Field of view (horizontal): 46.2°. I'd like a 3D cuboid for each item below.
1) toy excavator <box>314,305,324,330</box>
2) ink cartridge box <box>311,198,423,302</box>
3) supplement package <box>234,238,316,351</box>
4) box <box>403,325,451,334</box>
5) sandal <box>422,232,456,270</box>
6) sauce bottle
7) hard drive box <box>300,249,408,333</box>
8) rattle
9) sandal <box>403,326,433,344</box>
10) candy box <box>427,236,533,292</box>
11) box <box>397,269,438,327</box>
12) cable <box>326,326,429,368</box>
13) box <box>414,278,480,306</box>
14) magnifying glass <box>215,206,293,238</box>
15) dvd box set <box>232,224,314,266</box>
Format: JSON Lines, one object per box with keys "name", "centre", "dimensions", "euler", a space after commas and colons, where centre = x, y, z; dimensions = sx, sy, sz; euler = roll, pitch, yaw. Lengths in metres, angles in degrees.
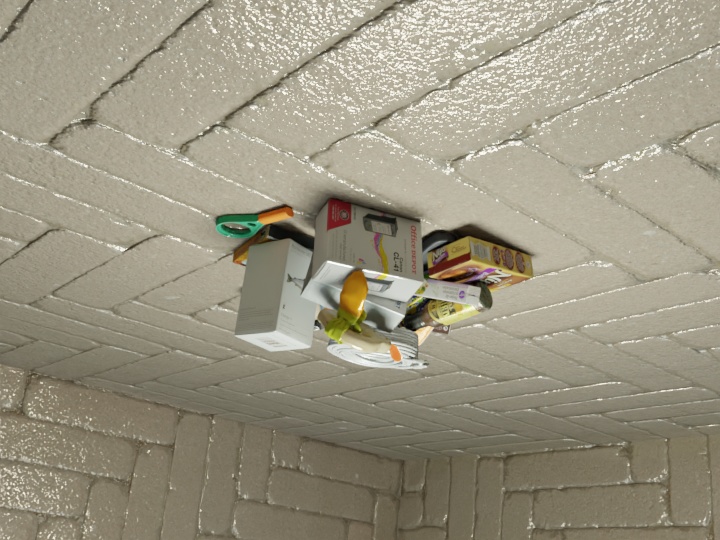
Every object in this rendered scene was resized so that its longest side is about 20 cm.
{"name": "toy excavator", "centre": [-0.190, 0.088, 2.060], "dimensions": [0.194, 0.100, 0.200], "euler": [-12, -165, -7]}
{"name": "ink cartridge box", "centre": [0.015, -0.038, 1.622], "dimensions": [0.199, 0.148, 0.086], "euler": [12, 147, -18]}
{"name": "supplement package", "centre": [-0.166, 0.052, 1.742], "dimensions": [0.117, 0.201, 0.117], "euler": [-9, 155, 36]}
{"name": "box", "centre": [0.111, 0.094, 2.003], "dimensions": [0.199, 0.075, 0.100], "euler": [9, -173, -12]}
{"name": "sandal", "centre": [0.126, -0.036, 1.767], "dimensions": [0.076, 0.043, 0.200], "euler": [13, 149, -38]}
{"name": "sauce bottle", "centre": [0.181, 0.085, 1.784], "dimensions": [0.200, 0.065, 0.065], "euler": [-25, 145, 33]}
{"name": "hard drive box", "centre": [-0.002, 0.012, 1.687], "dimensions": [0.200, 0.156, 0.077], "euler": [22, 141, -11]}
{"name": "rattle", "centre": [0.027, 0.089, 1.624], "dimensions": [0.200, 0.143, 0.130], "euler": [20, 177, -32]}
{"name": "sandal", "centre": [0.162, 0.101, 1.916], "dimensions": [0.079, 0.059, 0.207], "euler": [18, 112, -17]}
{"name": "candy box", "centre": [0.247, -0.010, 1.730], "dimensions": [0.200, 0.057, 0.117], "euler": [12, 156, -40]}
{"name": "box", "centre": [0.109, 0.062, 1.863], "dimensions": [0.200, 0.070, 0.064], "euler": [-34, 144, 21]}
{"name": "cable", "centre": [0.030, 0.161, 1.842], "dimensions": [0.200, 0.069, 0.200], "euler": [-8, 156, 45]}
{"name": "box", "centre": [0.159, 0.040, 1.744], "dimensions": [0.041, 0.039, 0.200], "euler": [11, 179, -43]}
{"name": "magnifying glass", "centre": [-0.214, -0.098, 1.708], "dimensions": [0.200, 0.022, 0.080], "euler": [-13, 152, 38]}
{"name": "dvd box set", "centre": [-0.175, -0.038, 1.839], "dimensions": [0.146, 0.029, 0.200], "euler": [17, 156, -26]}
